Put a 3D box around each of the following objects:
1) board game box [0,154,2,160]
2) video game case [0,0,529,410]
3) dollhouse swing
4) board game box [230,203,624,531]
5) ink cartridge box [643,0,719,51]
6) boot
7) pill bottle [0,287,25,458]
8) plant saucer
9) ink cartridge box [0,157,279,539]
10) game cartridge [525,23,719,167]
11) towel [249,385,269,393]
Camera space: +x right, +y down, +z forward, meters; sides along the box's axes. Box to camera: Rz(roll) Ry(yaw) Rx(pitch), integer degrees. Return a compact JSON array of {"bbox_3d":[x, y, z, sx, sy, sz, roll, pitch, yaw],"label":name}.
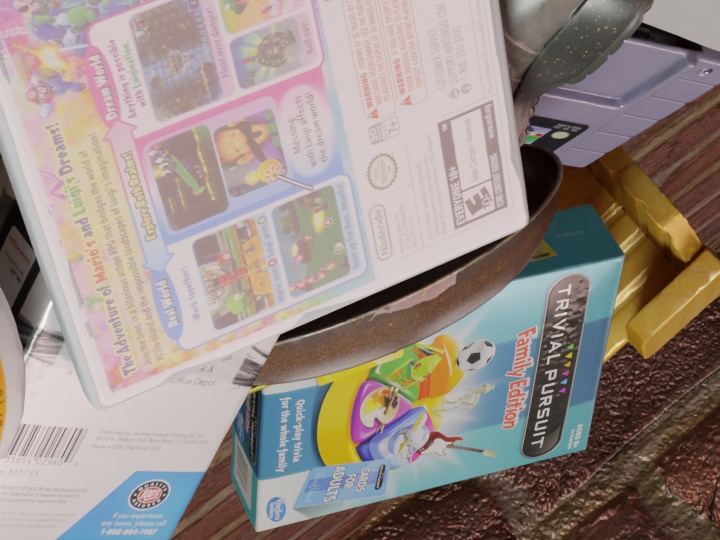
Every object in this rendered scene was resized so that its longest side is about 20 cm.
[{"bbox_3d":[-0.154,0.000,0.935,0.134,0.034,0.200,-28,164,-47],"label":"board game box"},{"bbox_3d":[-0.035,-0.062,0.740,0.182,0.024,0.200,-23,131,-13],"label":"video game case"},{"bbox_3d":[0.088,-0.011,1.291,0.176,0.200,0.182,-40,170,3],"label":"dollhouse swing"},{"bbox_3d":[0.033,0.053,1.145,0.200,0.047,0.151,-12,135,-17],"label":"board game box"},{"bbox_3d":[0.188,-0.206,0.918,0.145,0.084,0.200,91,18,-76],"label":"ink cartridge box"},{"bbox_3d":[0.012,-0.091,0.824,0.200,0.131,0.068,-51,-155,41],"label":"boot"},{"bbox_3d":[-0.218,0.055,0.711,0.200,0.116,0.116,-30,166,-46],"label":"pill bottle"},{"bbox_3d":[0.000,0.000,0.951,0.200,0.032,0.200,-20,-162,6],"label":"plant saucer"},{"bbox_3d":[-0.092,0.008,0.829,0.116,0.068,0.200,8,120,-44],"label":"ink cartridge box"},{"bbox_3d":[0.068,-0.094,1.026,0.200,0.038,0.130,7,150,-34],"label":"game cartridge"},{"bbox_3d":[-0.089,0.037,1.030,0.086,0.018,0.200,-22,-163,-27],"label":"towel"}]
